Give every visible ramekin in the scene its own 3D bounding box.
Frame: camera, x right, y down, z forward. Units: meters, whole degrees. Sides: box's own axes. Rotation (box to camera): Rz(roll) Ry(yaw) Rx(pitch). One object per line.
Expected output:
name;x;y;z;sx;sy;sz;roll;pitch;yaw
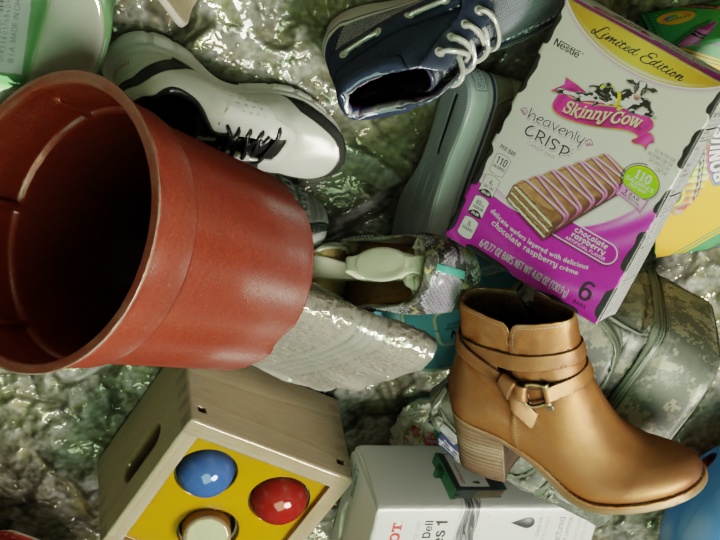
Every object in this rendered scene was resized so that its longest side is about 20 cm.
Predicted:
ramekin;-0.259;-0.190;1.302;0.199;0.098;0.201;-5;128;-6

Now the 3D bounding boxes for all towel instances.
towel;-0.041;0.057;1.509;0.132;0.035;0.200;20;162;-22

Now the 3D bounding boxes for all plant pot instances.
plant pot;-0.147;-0.017;1.320;0.201;0.201;0.195;-43;148;22

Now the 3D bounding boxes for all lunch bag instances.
lunch bag;0.167;0.083;1.531;0.167;0.140;0.200;29;118;-8

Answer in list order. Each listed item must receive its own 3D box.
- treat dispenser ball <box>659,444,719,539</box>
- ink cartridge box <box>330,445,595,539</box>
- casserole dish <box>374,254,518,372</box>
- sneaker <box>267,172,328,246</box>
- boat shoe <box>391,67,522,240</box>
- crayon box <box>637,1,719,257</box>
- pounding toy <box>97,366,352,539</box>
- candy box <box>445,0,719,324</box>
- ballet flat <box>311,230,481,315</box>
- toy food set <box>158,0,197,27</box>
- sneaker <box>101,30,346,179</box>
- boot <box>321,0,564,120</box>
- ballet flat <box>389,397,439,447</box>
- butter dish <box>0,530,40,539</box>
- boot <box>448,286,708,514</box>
treat dispenser ball;0.365;0.244;1.692;0.200;0.201;0.202;-5;129;-6
ink cartridge box;0.084;0.227;1.623;0.199;0.084;0.147;1;125;-16
casserole dish;0.105;0.026;1.579;0.199;0.039;0.121;-15;129;3
sneaker;-0.122;-0.022;1.491;0.199;0.075;0.087;-7;141;4
boat shoe;0.077;-0.063;1.484;0.062;0.072;0.201;6;126;-22
crayon box;0.279;-0.112;1.487;0.118;0.058;0.201;-9;129;-3
pounding toy;-0.114;0.202;1.611;0.184;0.142;0.200;23;121;-25
candy box;0.168;-0.081;1.399;0.136;0.061;0.201;31;106;15
ballet flat;0.000;0.000;1.467;0.200;0.072;0.072;-3;142;44
toy food set;-0.077;-0.267;1.296;0.199;0.061;0.144;-30;127;10
sneaker;-0.099;-0.104;1.414;0.199;0.080;0.074;19;121;-25
boot;0.073;-0.165;1.387;0.199;0.091;0.073;-19;129;5
ballet flat;0.048;0.200;1.690;0.075;0.064;0.201;-3;129;-9
butter dish;-0.286;0.311;1.622;0.199;0.148;0.200;25;160;-27
boot;0.161;0.091;1.415;0.199;0.077;0.156;13;126;22
